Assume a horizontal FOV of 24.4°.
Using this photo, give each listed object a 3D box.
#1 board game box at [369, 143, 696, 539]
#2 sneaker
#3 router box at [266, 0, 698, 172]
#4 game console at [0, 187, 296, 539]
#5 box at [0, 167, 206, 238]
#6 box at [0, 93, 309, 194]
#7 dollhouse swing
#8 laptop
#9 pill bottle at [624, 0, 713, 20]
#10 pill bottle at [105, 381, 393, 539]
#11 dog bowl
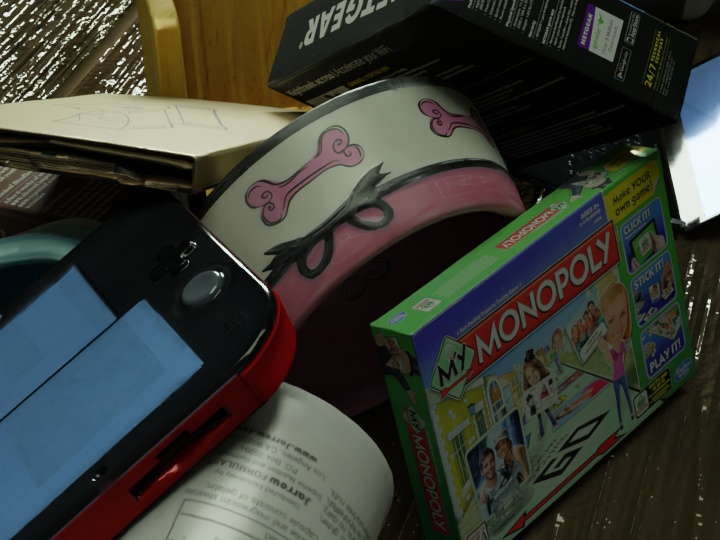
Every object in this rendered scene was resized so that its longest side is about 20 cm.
[{"bbox_3d":[0.093,0.040,0.826,0.029,0.135,0.200,12,36,43],"label":"board game box"},{"bbox_3d":[-0.215,0.027,0.841,0.199,0.074,0.082,-28,3,5],"label":"sneaker"},{"bbox_3d":[0.058,-0.109,0.883,0.149,0.200,0.051,22,75,-23],"label":"router box"},{"bbox_3d":[-0.132,0.056,0.717,0.200,0.031,0.177,-41,38,-7],"label":"game console"},{"bbox_3d":[-0.198,-0.036,0.967,0.199,0.075,0.100,15,39,26],"label":"box"},{"bbox_3d":[-0.116,-0.072,0.874,0.163,0.021,0.200,9,13,19],"label":"box"},{"bbox_3d":[-0.019,-0.106,1.009,0.199,0.183,0.176,-10,27,-13],"label":"dollhouse swing"},{"bbox_3d":[0.189,-0.117,1.051,0.199,0.104,0.178,19,35,-12],"label":"laptop"},{"bbox_3d":[0.204,-0.241,1.216,0.199,0.111,0.111,4,37,6],"label":"pill bottle"},{"bbox_3d":[-0.068,0.152,0.683,0.114,0.115,0.201,12,52,16],"label":"pill bottle"},{"bbox_3d":[0.000,0.000,0.844,0.200,0.201,0.074,-24,61,-28],"label":"dog bowl"}]
